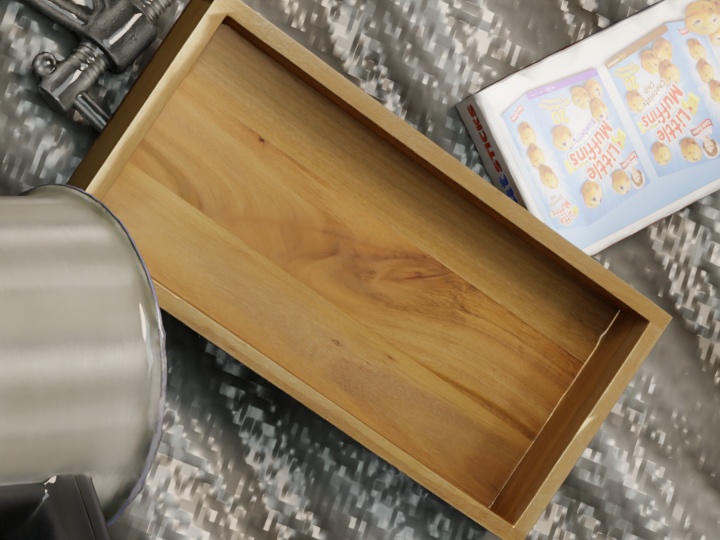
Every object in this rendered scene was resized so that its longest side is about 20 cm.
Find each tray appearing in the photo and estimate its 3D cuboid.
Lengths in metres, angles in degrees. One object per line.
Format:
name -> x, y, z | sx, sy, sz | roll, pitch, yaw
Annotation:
tray -> 0.000, 0.000, 1.037 | 0.200, 0.037, 0.099 | 35, 87, -19

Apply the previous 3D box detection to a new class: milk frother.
milk frother -> -0.189, 0.072, 0.950 | 0.187, 0.199, 0.182 | -1, 77, -43

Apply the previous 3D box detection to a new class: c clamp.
c clamp -> -0.062, -0.141, 1.065 | 0.171, 0.027, 0.200 | 39, 76, -7

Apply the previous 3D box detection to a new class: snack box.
snack box -> 0.136, -0.073, 1.116 | 0.199, 0.024, 0.072 | -27, 93, -19
